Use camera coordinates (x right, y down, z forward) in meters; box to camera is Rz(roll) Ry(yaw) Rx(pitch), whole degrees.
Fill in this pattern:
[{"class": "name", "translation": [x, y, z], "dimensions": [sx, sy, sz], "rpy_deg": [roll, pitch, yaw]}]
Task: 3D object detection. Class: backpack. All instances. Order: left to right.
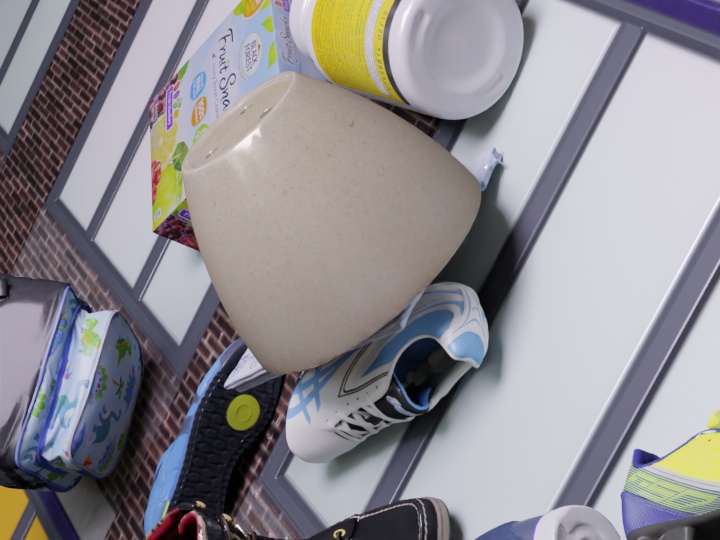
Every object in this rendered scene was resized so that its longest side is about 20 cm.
[{"class": "backpack", "translation": [-0.283, 0.114, 1.365], "dimensions": [0.200, 0.146, 0.184], "rpy_deg": [81, -159, -73]}]

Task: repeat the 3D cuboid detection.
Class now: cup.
[{"class": "cup", "translation": [-0.039, -0.050, 1.023], "dimensions": [0.200, 0.143, 0.200], "rpy_deg": [-35, 22, 16]}]

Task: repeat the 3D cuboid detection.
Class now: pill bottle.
[{"class": "pill bottle", "translation": [0.025, -0.184, 1.142], "dimensions": [0.200, 0.111, 0.112], "rpy_deg": [25, 93, 56]}]

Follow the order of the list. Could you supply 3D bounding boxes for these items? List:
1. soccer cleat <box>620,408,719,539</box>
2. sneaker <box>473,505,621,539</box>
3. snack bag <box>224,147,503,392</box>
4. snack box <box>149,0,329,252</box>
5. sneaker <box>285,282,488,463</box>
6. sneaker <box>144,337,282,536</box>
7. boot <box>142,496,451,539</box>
[{"class": "soccer cleat", "translation": [0.211, 0.093, 0.764], "dimensions": [0.200, 0.065, 0.084], "rpy_deg": [-32, 45, 43]}, {"class": "sneaker", "translation": [0.094, 0.242, 0.845], "dimensions": [0.146, 0.080, 0.201], "rpy_deg": [-39, 46, 49]}, {"class": "snack bag", "translation": [0.000, 0.000, 1.087], "dimensions": [0.200, 0.021, 0.189], "rpy_deg": [-22, 28, 48]}, {"class": "snack box", "translation": [-0.113, -0.141, 1.357], "dimensions": [0.200, 0.068, 0.169], "rpy_deg": [-40, 42, 33]}, {"class": "sneaker", "translation": [0.012, 0.084, 1.045], "dimensions": [0.200, 0.072, 0.073], "rpy_deg": [-43, 30, 35]}, {"class": "sneaker", "translation": [-0.129, 0.139, 1.224], "dimensions": [0.078, 0.066, 0.201], "rpy_deg": [25, 93, 61]}, {"class": "boot", "translation": [-0.050, 0.194, 1.000], "dimensions": [0.200, 0.150, 0.073], "rpy_deg": [-34, 46, 41]}]
